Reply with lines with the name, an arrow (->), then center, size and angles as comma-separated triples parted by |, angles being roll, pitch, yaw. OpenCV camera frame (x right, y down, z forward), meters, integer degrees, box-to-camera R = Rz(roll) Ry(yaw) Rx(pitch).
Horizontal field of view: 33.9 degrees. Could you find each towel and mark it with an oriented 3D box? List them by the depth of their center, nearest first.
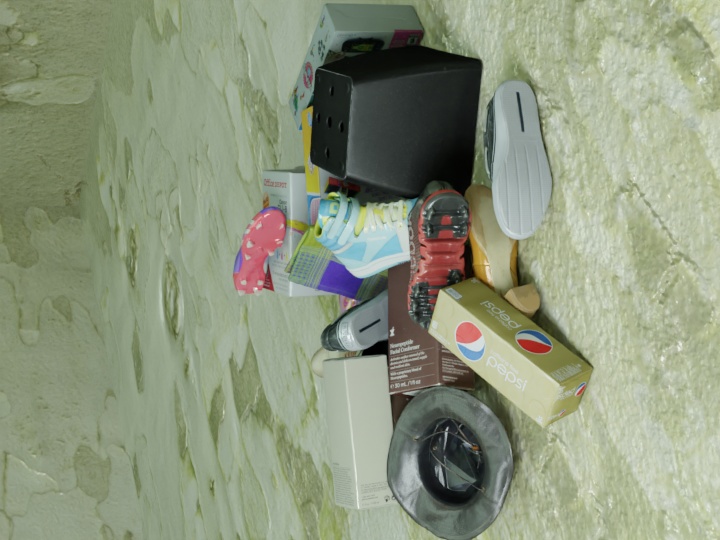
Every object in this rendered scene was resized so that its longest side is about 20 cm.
towel -> 0.000, 0.000, 1.719 | 0.144, 0.198, 0.023 | 123, 161, -51

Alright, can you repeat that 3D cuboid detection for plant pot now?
plant pot -> 0.037, -0.202, 1.625 | 0.200, 0.176, 0.201 | -147, 58, -61

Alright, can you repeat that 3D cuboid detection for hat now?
hat -> 0.129, 0.245, 1.541 | 0.199, 0.081, 0.203 | 4, 98, 33

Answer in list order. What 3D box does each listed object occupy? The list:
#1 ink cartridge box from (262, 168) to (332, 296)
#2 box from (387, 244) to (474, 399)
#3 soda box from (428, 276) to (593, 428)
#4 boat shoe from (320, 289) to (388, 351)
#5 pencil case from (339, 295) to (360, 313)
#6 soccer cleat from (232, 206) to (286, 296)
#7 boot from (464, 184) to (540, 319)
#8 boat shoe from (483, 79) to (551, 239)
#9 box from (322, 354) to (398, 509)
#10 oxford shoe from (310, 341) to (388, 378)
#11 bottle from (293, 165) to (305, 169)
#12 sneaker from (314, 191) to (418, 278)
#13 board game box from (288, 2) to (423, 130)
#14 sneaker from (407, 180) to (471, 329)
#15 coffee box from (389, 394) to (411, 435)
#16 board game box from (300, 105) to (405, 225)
ink cartridge box -> -0.075, -0.066, 1.930 | 0.145, 0.143, 0.202 | -167, 77, -66
box -> 0.094, 0.066, 1.587 | 0.100, 0.075, 0.202 | -18, 66, 46
soda box -> 0.174, 0.094, 1.396 | 0.200, 0.064, 0.068 | 40, 131, 34
boat shoe -> 0.017, 0.066, 1.650 | 0.070, 0.199, 0.073 | -9, 94, 37
pencil case -> 0.012, 0.116, 1.827 | 0.087, 0.087, 0.202 | 171, 96, -66
soccer cleat -> -0.167, -0.041, 1.888 | 0.201, 0.066, 0.077 | 111, 151, -46
boot -> 0.154, 0.008, 1.504 | 0.144, 0.070, 0.202 | -57, 46, 52
boat shoe -> 0.187, -0.130, 1.437 | 0.071, 0.071, 0.202 | 131, 143, -69
box -> 0.000, 0.217, 1.598 | 0.082, 0.068, 0.202 | -9, 85, 64
oxford shoe -> 0.000, 0.123, 1.743 | 0.199, 0.074, 0.071 | -17, 85, 30
bottle -> -0.117, -0.091, 2.101 | 0.065, 0.083, 0.201 | -117, 35, -45
sneaker -> 0.019, -0.068, 1.562 | 0.199, 0.130, 0.080 | -30, 39, 36
board game box -> -0.009, -0.300, 1.759 | 0.201, 0.146, 0.065 | 116, 141, -48
sneaker -> 0.094, -0.025, 1.490 | 0.098, 0.070, 0.202 | -104, 16, -58
coffee box -> 0.059, 0.242, 1.690 | 0.200, 0.113, 0.080 | 121, 139, -50
board game box -> -0.008, -0.140, 1.757 | 0.040, 0.152, 0.202 | -14, 79, 59
